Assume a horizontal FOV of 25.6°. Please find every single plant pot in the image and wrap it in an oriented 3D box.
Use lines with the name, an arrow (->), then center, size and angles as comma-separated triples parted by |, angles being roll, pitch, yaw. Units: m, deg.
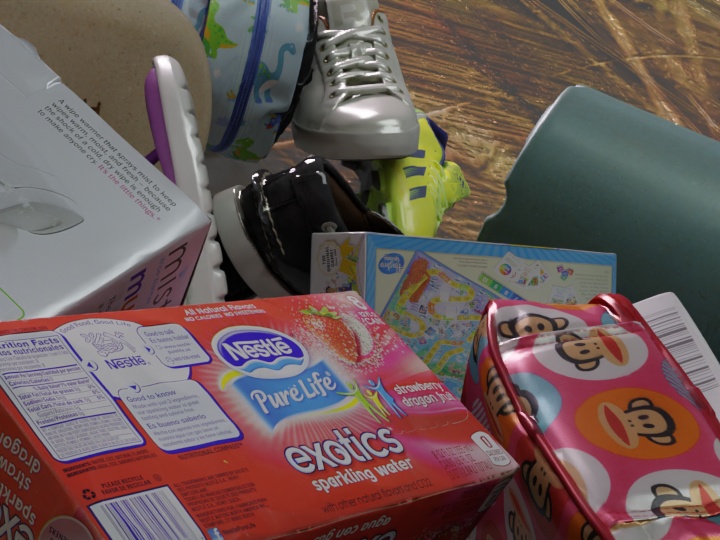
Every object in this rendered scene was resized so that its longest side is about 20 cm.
plant pot -> 0.180, -0.004, 0.957 | 0.195, 0.201, 0.200 | 30, 23, 12

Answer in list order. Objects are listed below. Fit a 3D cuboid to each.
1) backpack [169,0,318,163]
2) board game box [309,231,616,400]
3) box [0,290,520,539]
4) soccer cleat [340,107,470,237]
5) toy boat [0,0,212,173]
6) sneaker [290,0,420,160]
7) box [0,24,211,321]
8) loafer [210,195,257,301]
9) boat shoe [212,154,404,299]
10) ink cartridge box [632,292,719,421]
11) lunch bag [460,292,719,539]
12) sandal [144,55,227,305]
backpack -> -0.089, -0.152, 0.948 | 0.153, 0.164, 0.201 | 4, 43, -33
board game box -> 0.054, 0.054, 0.756 | 0.034, 0.136, 0.199 | 0, -3, 42
box -> -0.052, 0.077, 0.524 | 0.100, 0.096, 0.199 | 47, 28, 25
soccer cleat -> 0.034, -0.053, 0.993 | 0.083, 0.065, 0.201 | 13, 26, -10
toy boat -> -0.173, -0.086, 0.772 | 0.199, 0.132, 0.130 | 11, 4, -41
sneaker -> -0.011, -0.125, 0.965 | 0.072, 0.085, 0.200 | -5, 23, -11
box -> -0.187, -0.017, 0.562 | 0.200, 0.097, 0.176 | 39, 43, 14
loafer -> -0.118, 0.012, 0.722 | 0.199, 0.063, 0.072 | -16, 84, -54
boat shoe -> 0.000, 0.000, 0.790 | 0.200, 0.060, 0.074 | 42, 28, -54
ink cartridge box -> 0.171, 0.143, 0.686 | 0.200, 0.040, 0.201 | -109, 179, -53
lunch bag -> 0.089, 0.124, 0.613 | 0.081, 0.177, 0.200 | -3, 32, -12
sandal -> -0.083, 0.003, 0.669 | 0.049, 0.083, 0.204 | -7, 73, -9
